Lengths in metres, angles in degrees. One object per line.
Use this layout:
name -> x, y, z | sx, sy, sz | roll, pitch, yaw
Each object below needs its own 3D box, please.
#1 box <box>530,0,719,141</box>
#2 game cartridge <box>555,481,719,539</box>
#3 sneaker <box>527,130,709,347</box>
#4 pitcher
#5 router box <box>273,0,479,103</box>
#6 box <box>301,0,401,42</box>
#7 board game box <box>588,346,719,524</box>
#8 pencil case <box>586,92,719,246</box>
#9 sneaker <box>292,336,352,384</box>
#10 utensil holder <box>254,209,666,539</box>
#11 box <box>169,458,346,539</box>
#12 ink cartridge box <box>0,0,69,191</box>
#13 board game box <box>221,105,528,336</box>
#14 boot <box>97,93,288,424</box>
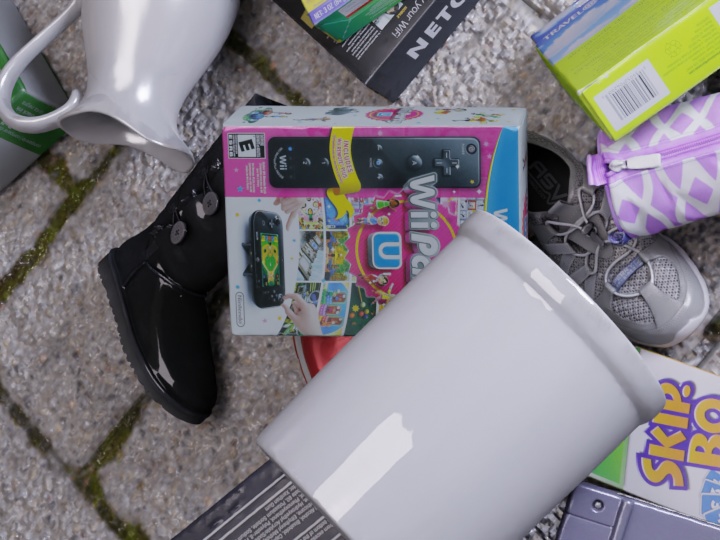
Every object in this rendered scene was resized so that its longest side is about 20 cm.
box -> 0.187, -0.157, 1.464 | 0.122, 0.200, 0.048 | -35, 106, 6
game cartridge -> 0.210, 0.222, 1.369 | 0.200, 0.038, 0.130 | 17, 88, 2
sneaker -> 0.153, -0.022, 1.490 | 0.075, 0.082, 0.200 | -50, 60, 8
pitcher -> -0.184, -0.189, 1.678 | 0.171, 0.121, 0.200 | 11, 76, 12
router box -> 0.028, -0.251, 1.633 | 0.200, 0.052, 0.157 | -49, 61, 9
box -> -0.018, -0.282, 1.608 | 0.117, 0.048, 0.200 | -34, 63, 16
board game box -> 0.239, 0.121, 1.441 | 0.200, 0.030, 0.096 | 20, 87, 33
pencil case -> 0.245, -0.083, 1.407 | 0.200, 0.085, 0.084 | -18, 66, 20
sneaker -> 0.000, 0.000, 1.539 | 0.078, 0.116, 0.200 | 0, 74, -15
utensil holder -> 0.058, 0.091, 1.345 | 0.200, 0.170, 0.170 | -43, 60, -5
box -> 0.003, 0.221, 1.484 | 0.200, 0.123, 0.199 | -39, 61, 13
ink cartridge box -> -0.349, -0.121, 1.785 | 0.200, 0.083, 0.147 | -41, 62, 14
board game box -> 0.012, -0.033, 1.469 | 0.200, 0.064, 0.148 | 0, 104, 8
boot -> -0.096, -0.008, 1.615 | 0.200, 0.066, 0.165 | -41, 61, 22
